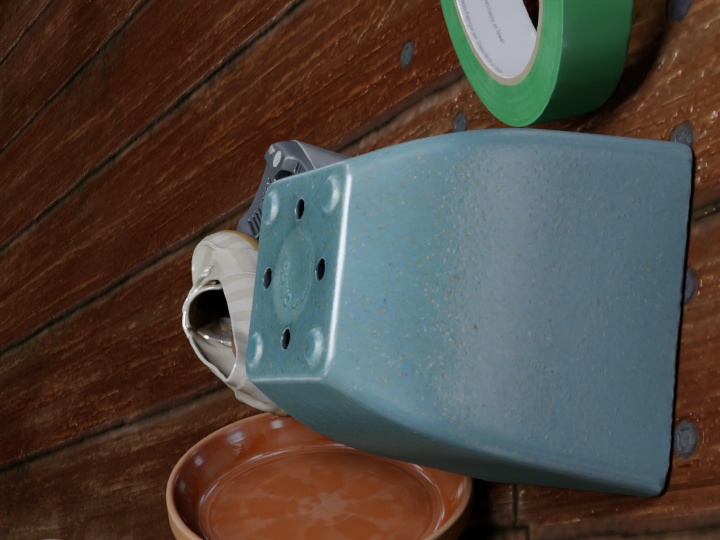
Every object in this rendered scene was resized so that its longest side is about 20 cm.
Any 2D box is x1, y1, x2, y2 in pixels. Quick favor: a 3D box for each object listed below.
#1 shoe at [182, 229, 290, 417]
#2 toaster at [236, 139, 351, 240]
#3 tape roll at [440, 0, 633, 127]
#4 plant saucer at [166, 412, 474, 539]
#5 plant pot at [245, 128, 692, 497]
[{"bbox_3d":[-0.085,0.026,1.049,0.200,0.053,0.071,53,128,57],"label":"shoe"},{"bbox_3d":[0.000,0.000,1.093,0.114,0.128,0.201,-67,29,27],"label":"toaster"},{"bbox_3d":[0.099,-0.190,0.963,0.200,0.048,0.203,167,90,-74],"label":"tape roll"},{"bbox_3d":[-0.025,0.148,1.027,0.200,0.198,0.033,-134,37,-59],"label":"plant saucer"},{"bbox_3d":[0.047,0.018,0.911,0.195,0.198,0.199,-8,75,62],"label":"plant pot"}]
